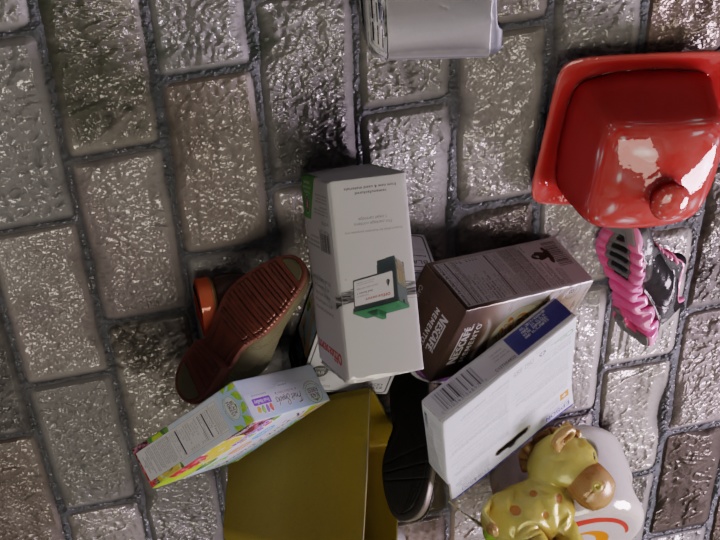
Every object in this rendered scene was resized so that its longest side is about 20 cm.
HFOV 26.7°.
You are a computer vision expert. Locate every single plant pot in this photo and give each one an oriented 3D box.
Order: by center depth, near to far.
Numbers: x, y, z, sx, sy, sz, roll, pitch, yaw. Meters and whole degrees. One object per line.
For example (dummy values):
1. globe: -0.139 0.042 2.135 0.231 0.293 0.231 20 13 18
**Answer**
1. plant pot: -0.058 0.266 1.792 0.175 0.201 0.200 -3 156 12

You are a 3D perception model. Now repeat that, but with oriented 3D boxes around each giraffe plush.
1. giraffe plush: 0.229 0.267 1.789 0.200 0.173 0.163 37 86 -8

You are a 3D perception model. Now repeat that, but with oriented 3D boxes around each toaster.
1. toaster: 0.059 -0.279 1.370 0.128 0.114 0.201 -9 137 -5

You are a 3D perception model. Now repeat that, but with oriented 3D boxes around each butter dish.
1. butter dish: 0.299 -0.113 1.578 0.198 0.148 0.200 -5 135 -13

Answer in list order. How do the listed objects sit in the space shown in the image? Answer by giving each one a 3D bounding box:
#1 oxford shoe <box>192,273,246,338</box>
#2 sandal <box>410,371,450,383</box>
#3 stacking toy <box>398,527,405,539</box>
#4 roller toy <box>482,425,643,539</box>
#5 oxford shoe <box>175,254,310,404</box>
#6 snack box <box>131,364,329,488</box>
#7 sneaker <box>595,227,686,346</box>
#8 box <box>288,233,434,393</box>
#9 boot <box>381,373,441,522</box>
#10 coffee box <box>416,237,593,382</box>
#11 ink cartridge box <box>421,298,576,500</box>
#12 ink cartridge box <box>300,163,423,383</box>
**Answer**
1. oxford shoe: -0.138 0.086 1.697 0.072 0.071 0.201 -13 135 -11
2. sandal: 0.123 0.108 1.780 0.202 0.050 0.083 28 90 -53
3. stacking toy: 0.041 0.428 2.068 0.145 0.146 0.201 -11 117 -6
4. roller toy: 0.266 0.290 1.966 0.199 0.140 0.182 18 134 -39
5. oxford shoe: -0.115 0.064 1.621 0.200 0.071 0.074 -47 148 17
6. snack box: -0.135 0.165 1.630 0.142 0.053 0.200 -33 170 19
7. sneaker: 0.335 -0.005 1.761 0.095 0.079 0.201 -34 138 -14
8. box: 0.000 0.048 1.707 0.116 0.060 0.201 3 133 -19
9. boot: 0.093 0.220 1.817 0.073 0.201 0.150 -19 145 29
10. coffee box: 0.146 0.041 1.683 0.199 0.080 0.115 -12 140 -38
11. ink cartridge box: 0.158 0.147 1.701 0.199 0.041 0.201 -36 149 -17
12. ink cartridge box: 0.000 0.000 1.536 0.084 0.146 0.202 -8 99 -12
